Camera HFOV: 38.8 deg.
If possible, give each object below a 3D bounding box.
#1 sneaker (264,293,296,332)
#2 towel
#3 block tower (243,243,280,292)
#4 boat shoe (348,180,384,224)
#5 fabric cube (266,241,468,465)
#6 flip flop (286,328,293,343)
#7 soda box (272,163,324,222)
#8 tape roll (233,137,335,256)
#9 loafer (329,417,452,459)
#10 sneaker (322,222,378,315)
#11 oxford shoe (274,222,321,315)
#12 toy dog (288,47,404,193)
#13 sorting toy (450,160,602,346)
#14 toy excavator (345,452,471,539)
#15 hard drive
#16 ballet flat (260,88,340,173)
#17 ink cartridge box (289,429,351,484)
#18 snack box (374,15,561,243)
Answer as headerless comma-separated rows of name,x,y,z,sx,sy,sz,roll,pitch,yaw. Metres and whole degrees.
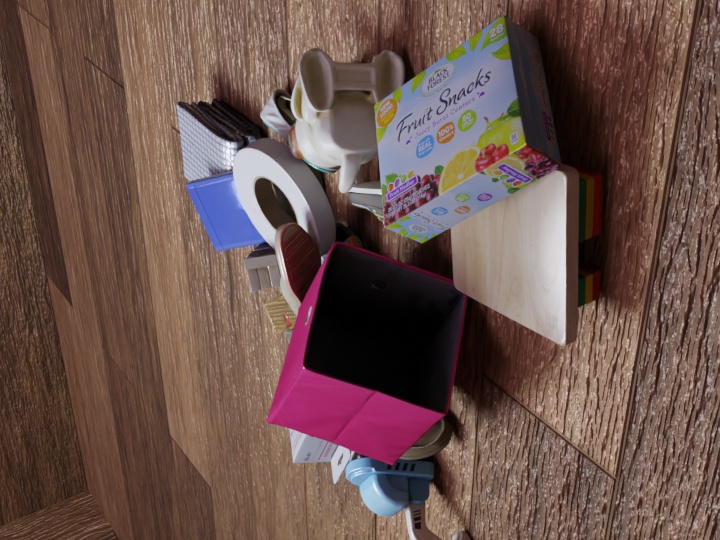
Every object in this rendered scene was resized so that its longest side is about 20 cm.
sneaker,-0.085,0.053,1.676,0.200,0.090,0.075,-7,108,61
towel,-0.242,-0.201,1.812,0.200,0.085,0.166,39,140,42
block tower,-0.148,-0.011,1.680,0.200,0.054,0.058,-69,-31,-81
boat shoe,0.047,-0.089,1.377,0.201,0.072,0.061,9,110,55
fabric cube,0.007,0.114,1.366,0.199,0.199,0.197,123,163,-57
flip flop,-0.092,0.195,1.813,0.200,0.057,0.081,63,151,15
soda box,-0.091,-0.081,1.636,0.068,0.064,0.201,18,123,56
tape roll,-0.116,-0.102,1.529,0.203,0.037,0.203,39,149,29
loafer,0.034,0.229,1.492,0.068,0.199,0.076,70,-157,-58
sneaker,0.000,0.000,1.519,0.200,0.074,0.080,42,136,42
oxford shoe,-0.098,0.008,1.505,0.074,0.071,0.200,23,142,37
toy dog,-0.024,-0.199,1.382,0.200,0.139,0.195,169,90,-75
sorting toy,0.188,-0.048,1.156,0.199,0.069,0.201,30,132,51
toy excavator,0.072,0.352,1.561,0.100,0.194,0.201,129,146,-58
hard drive,-0.192,-0.107,1.725,0.199,0.025,0.132,-8,114,35
ballet flat,-0.090,-0.220,1.557,0.200,0.069,0.070,44,142,41
ink cartridge box,-0.071,0.225,1.614,0.116,0.066,0.201,113,153,-51
snack box,0.109,-0.148,1.103,0.200,0.068,0.169,-27,54,38
